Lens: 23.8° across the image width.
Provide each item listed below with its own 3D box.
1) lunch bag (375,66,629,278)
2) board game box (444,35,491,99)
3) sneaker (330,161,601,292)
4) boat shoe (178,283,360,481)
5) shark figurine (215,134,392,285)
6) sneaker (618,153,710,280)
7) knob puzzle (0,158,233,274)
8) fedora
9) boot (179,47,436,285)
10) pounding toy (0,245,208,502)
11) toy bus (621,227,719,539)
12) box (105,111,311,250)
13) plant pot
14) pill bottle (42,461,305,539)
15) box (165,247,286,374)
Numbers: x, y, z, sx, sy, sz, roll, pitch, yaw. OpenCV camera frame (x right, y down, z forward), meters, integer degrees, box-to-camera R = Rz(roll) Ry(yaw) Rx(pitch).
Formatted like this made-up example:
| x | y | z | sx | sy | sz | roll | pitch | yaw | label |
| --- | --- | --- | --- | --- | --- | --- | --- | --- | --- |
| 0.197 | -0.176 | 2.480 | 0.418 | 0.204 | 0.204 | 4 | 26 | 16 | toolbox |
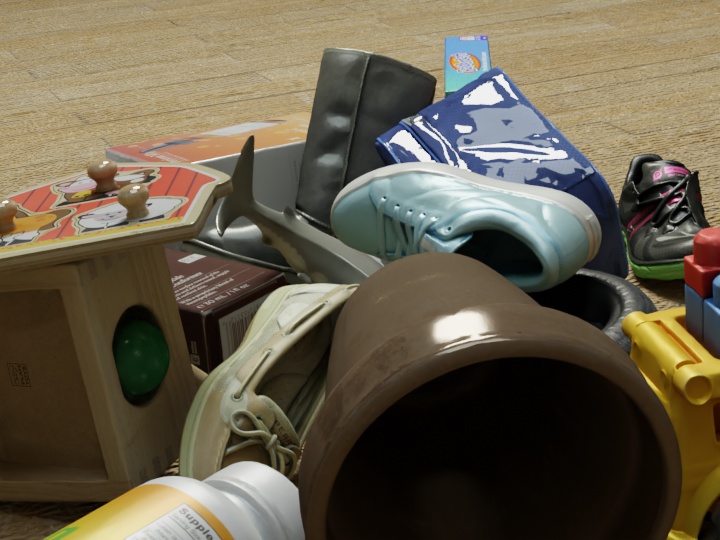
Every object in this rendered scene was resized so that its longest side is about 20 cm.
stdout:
| x | y | z | sx | sy | sz | roll | pitch | yaw | label |
| --- | --- | --- | --- | --- | --- | --- | --- | --- | --- |
| 0.094 | -0.046 | 1.291 | 0.132 | 0.136 | 0.200 | -31 | 50 | -8 | lunch bag |
| 0.100 | -0.115 | 1.543 | 0.045 | 0.153 | 0.200 | -2 | 20 | 3 | board game box |
| 0.056 | -0.026 | 1.151 | 0.199 | 0.074 | 0.082 | 4 | 23 | 30 | sneaker |
| -0.051 | 0.081 | 1.085 | 0.063 | 0.073 | 0.201 | -10 | 33 | 34 | boat shoe |
| -0.013 | -0.014 | 1.268 | 0.090 | 0.214 | 0.128 | -46 | 4 | 8 | shark figurine |
| 0.255 | -0.047 | 1.433 | 0.076 | 0.084 | 0.200 | -7 | 21 | -8 | sneaker |
| -0.180 | -0.047 | 1.089 | 0.218 | 0.031 | 0.220 | -11 | 17 | 3 | knob puzzle |
| 0.100 | 0.072 | 1.124 | 0.199 | 0.092 | 0.201 | -9 | 23 | 4 | fedora |
| -0.040 | -0.083 | 1.375 | 0.181 | 0.201 | 0.073 | 12 | -3 | -13 | boot |
| -0.174 | 0.060 | 1.109 | 0.199 | 0.185 | 0.142 | -3 | 19 | 25 | pounding toy |
| 0.247 | 0.066 | 0.986 | 0.199 | 0.193 | 0.136 | -5 | 19 | -11 | toy bus |
| -0.098 | -0.064 | 1.475 | 0.199 | 0.107 | 0.152 | -13 | 16 | -26 | box |
| 0.052 | 0.079 | 0.929 | 0.199 | 0.201 | 0.175 | -7 | 31 | -10 | plant pot |
| -0.111 | 0.172 | 0.865 | 0.111 | 0.112 | 0.200 | 13 | 26 | 36 | pill bottle |
| -0.159 | 0.031 | 1.305 | 0.199 | 0.075 | 0.100 | 9 | 23 | 34 | box |
